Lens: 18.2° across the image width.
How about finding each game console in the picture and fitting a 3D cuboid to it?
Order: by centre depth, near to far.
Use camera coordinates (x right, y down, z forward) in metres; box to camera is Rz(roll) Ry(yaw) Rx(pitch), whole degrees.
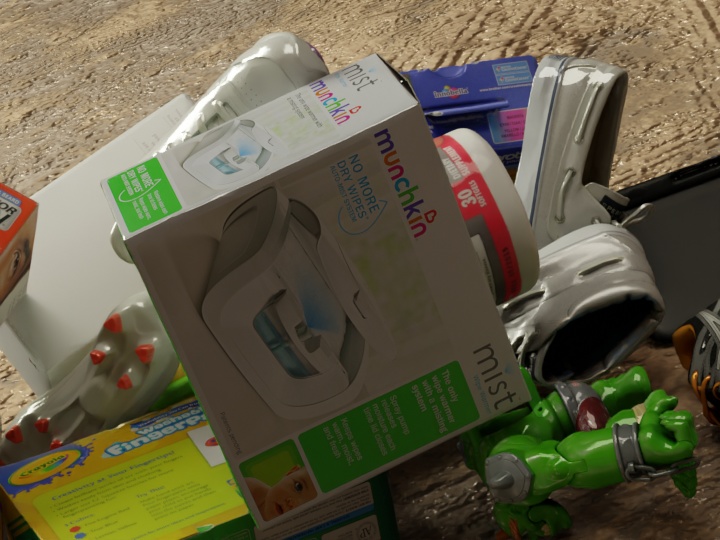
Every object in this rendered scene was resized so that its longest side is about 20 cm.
[{"bbox_3d":[0.252,-0.019,1.604,0.199,0.117,0.176,-19,-6,-14],"label":"game console"}]

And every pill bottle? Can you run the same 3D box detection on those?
[{"bbox_3d":[0.000,0.000,1.384,0.199,0.111,0.111,-25,26,-11],"label":"pill bottle"}]

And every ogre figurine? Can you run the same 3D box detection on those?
[{"bbox_3d":[0.122,0.099,1.314,0.119,0.099,0.200,-14,24,-4],"label":"ogre figurine"}]

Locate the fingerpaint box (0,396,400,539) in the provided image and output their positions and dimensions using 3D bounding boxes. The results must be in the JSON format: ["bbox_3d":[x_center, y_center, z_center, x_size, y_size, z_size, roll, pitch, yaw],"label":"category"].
[{"bbox_3d":[-0.101,0.148,1.354,0.199,0.074,0.167,-20,25,-20],"label":"fingerpaint box"}]

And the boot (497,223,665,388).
[{"bbox_3d":[0.100,0.045,1.440,0.199,0.074,0.096,-32,26,8],"label":"boot"}]

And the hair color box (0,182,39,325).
[{"bbox_3d":[-0.280,0.043,1.402,0.064,0.111,0.200,27,56,4],"label":"hair color box"}]

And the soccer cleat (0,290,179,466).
[{"bbox_3d":[-0.167,0.085,1.449,0.200,0.069,0.078,-49,-10,31],"label":"soccer cleat"}]

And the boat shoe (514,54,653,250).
[{"bbox_3d":[0.153,-0.041,1.512,0.086,0.203,0.075,8,-3,25],"label":"boat shoe"}]

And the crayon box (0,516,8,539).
[{"bbox_3d":[-0.234,0.189,1.278,0.058,0.119,0.200,-14,24,-3],"label":"crayon box"}]

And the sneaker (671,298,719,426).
[{"bbox_3d":[0.239,0.072,1.357,0.077,0.079,0.200,-24,19,9],"label":"sneaker"}]

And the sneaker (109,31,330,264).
[{"bbox_3d":[-0.081,-0.062,1.314,0.100,0.075,0.200,-40,-3,-42],"label":"sneaker"}]

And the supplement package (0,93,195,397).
[{"bbox_3d":[-0.167,-0.006,1.572,0.200,0.117,0.117,-36,73,-15],"label":"supplement package"}]

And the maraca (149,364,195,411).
[{"bbox_3d":[-0.097,0.059,1.516,0.200,0.107,0.137,-29,3,39],"label":"maraca"}]

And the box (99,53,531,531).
[{"bbox_3d":[-0.023,0.011,1.252,0.176,0.201,0.097,-24,27,-5],"label":"box"}]

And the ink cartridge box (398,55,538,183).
[{"bbox_3d":[0.058,-0.085,1.614,0.136,0.200,0.077,-9,65,-14],"label":"ink cartridge box"}]
